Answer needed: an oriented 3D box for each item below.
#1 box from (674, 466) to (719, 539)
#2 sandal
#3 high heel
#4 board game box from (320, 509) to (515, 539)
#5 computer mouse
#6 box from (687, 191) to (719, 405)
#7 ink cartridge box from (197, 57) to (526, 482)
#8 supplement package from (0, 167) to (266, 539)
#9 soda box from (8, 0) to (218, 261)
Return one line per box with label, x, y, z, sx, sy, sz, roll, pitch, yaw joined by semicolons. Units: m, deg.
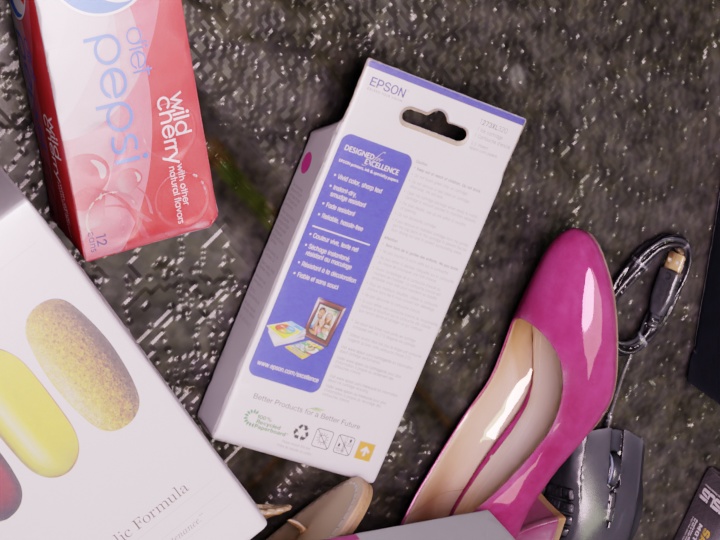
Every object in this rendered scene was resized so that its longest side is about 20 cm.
box;0.250;0.214;1.278;0.199;0.048;0.159;20;99;-27
sandal;-0.093;0.156;1.100;0.211;0.078;0.070;-42;105;5
high heel;0.068;0.074;1.143;0.095;0.067;0.201;-5;123;-32
board game box;-0.009;0.219;1.105;0.147;0.064;0.201;-3;128;-43
computer mouse;0.140;0.078;1.192;0.058;0.034;0.202;7;104;-24
box;0.292;0.005;1.189;0.198;0.107;0.150;1;107;-22
ink cartridge box;0.000;0.000;1.105;0.094;0.037;0.201;18;103;-26
supplement package;-0.152;0.059;1.019;0.113;0.109;0.201;-38;118;-7
soda box;-0.117;-0.112;1.000;0.069;0.063;0.202;-16;113;-17
